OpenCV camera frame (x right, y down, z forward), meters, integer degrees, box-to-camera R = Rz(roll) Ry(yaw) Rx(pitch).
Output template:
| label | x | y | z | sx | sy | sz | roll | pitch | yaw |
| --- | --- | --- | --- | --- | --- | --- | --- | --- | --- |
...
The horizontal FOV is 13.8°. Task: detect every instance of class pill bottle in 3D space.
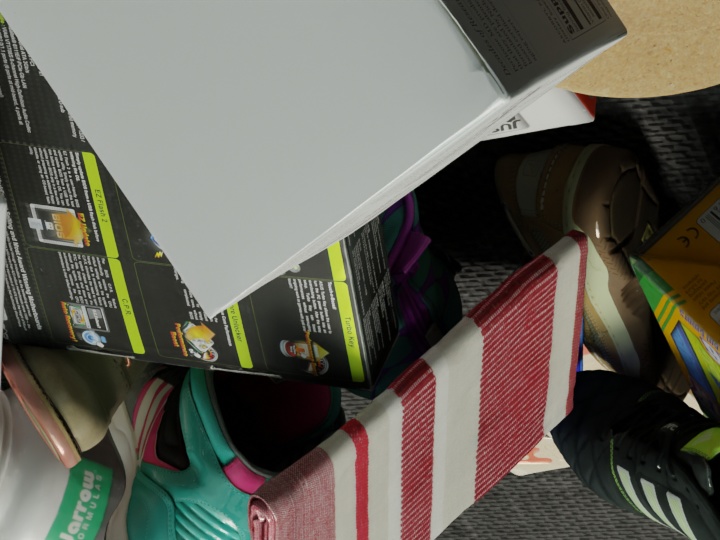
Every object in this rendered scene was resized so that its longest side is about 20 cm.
| label | x | y | z | sx | sy | sz | roll | pitch | yaw |
| --- | --- | --- | --- | --- | --- | --- | --- | --- | --- |
| pill bottle | -0.151 | 0.127 | 1.555 | 0.199 | 0.114 | 0.113 | 23 | 147 | -31 |

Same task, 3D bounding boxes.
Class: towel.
| label | x | y | z | sx | sy | sz | roll | pitch | yaw |
| --- | --- | --- | --- | --- | --- | --- | --- | --- | --- |
| towel | 0.026 | 0.079 | 1.327 | 0.023 | 0.200 | 0.144 | 38 | 153 | 24 |

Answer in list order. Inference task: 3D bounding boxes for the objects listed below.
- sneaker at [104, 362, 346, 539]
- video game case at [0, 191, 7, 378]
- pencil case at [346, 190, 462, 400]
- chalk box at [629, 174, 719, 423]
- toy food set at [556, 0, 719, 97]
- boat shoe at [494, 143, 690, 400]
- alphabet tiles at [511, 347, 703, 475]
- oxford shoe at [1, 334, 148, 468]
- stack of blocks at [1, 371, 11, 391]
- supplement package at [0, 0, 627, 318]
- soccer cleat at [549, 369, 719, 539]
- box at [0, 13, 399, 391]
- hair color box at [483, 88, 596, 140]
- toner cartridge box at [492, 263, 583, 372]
| label | x | y | z | sx | sy | sz | roll | pitch | yaw |
| --- | --- | --- | --- | --- | --- | --- | --- | --- | --- |
| sneaker | -0.064 | 0.064 | 1.399 | 0.083 | 0.200 | 0.121 | 33 | 114 | -22 |
| video game case | -0.210 | -0.046 | 1.298 | 0.023 | 0.182 | 0.200 | -29 | 160 | -21 |
| pencil case | 0.000 | 0.000 | 1.405 | 0.092 | 0.085 | 0.200 | 31 | 172 | 15 |
| chalk box | 0.228 | 0.039 | 1.384 | 0.125 | 0.124 | 0.200 | -41 | 144 | -5 |
| toy food set | 0.120 | -0.140 | 1.140 | 0.197 | 0.049 | 0.200 | -13 | 145 | -3 |
| boat shoe | 0.115 | -0.002 | 1.453 | 0.076 | 0.072 | 0.200 | 10 | 150 | 27 |
| alphabet tiles | 0.141 | 0.074 | 1.628 | 0.195 | 0.015 | 0.200 | -11 | 147 | 30 |
| oxford shoe | -0.126 | 0.028 | 1.391 | 0.074 | 0.200 | 0.071 | -26 | 111 | 5 |
| stack of blocks | -0.138 | 0.029 | 1.554 | 0.199 | 0.059 | 0.115 | -3 | 150 | 17 |
| supplement package | -0.035 | -0.115 | 1.075 | 0.156 | 0.111 | 0.201 | -35 | 88 | 32 |
| soccer cleat | 0.157 | 0.092 | 1.388 | 0.200 | 0.067 | 0.081 | 39 | 156 | 40 |
| box | -0.090 | -0.046 | 1.253 | 0.192 | 0.048 | 0.201 | 5 | 132 | 19 |
| hair color box | 0.017 | -0.129 | 1.233 | 0.101 | 0.062 | 0.200 | -8 | 147 | 25 |
| toner cartridge box | 0.027 | 0.094 | 1.442 | 0.043 | 0.200 | 0.095 | 41 | 167 | 16 |
